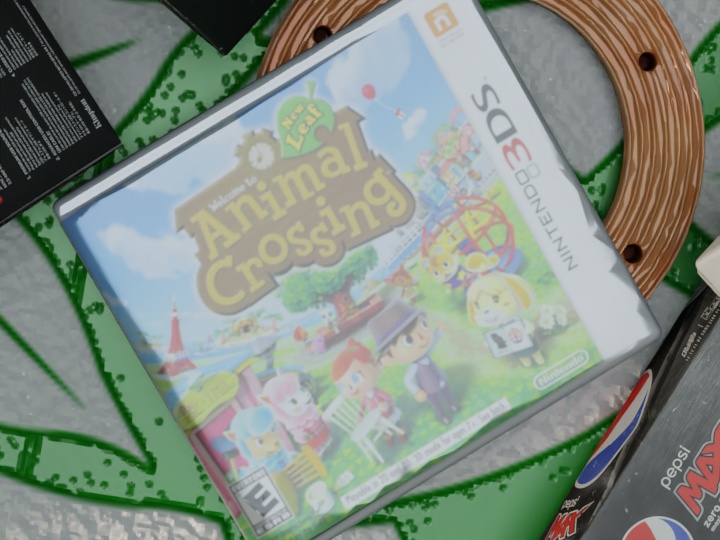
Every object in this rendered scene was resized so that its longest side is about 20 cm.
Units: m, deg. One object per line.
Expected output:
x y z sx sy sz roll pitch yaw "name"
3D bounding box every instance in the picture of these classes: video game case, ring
0.000 0.000 0.894 0.199 0.022 0.183 -31 96 -1 "video game case"
0.050 -0.054 0.915 0.198 0.019 0.203 0 94 -5 "ring"

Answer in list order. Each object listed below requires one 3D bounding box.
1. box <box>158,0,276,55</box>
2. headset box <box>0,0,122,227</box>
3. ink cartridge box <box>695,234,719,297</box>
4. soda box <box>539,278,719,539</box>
-0.090 -0.197 0.779 0.124 0.200 0.149 -47 67 3 "box"
-0.219 -0.054 0.829 0.199 0.077 0.149 -37 96 -25 "headset box"
0.246 -0.054 0.833 0.084 0.145 0.200 47 65 -2 "ink cartridge box"
0.140 0.086 0.908 0.070 0.063 0.201 32 90 -6 "soda box"
